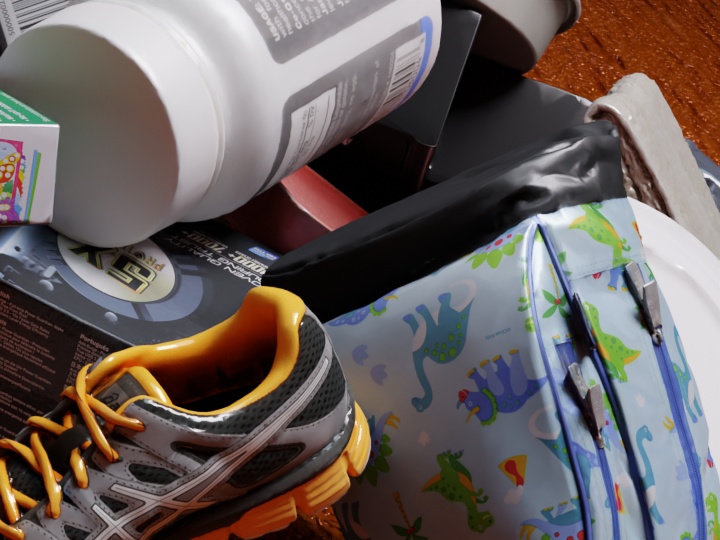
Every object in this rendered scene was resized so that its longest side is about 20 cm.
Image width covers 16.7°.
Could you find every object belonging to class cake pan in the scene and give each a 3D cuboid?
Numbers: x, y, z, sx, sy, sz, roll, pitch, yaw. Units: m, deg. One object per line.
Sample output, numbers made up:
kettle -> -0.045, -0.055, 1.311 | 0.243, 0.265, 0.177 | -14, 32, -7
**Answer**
cake pan -> 0.019, -0.156, 1.317 | 0.200, 0.037, 0.200 | 20, -10, 4

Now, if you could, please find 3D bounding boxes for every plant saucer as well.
plant saucer -> 0.000, 0.000, 1.180 | 0.199, 0.037, 0.200 | 37, 6, -29

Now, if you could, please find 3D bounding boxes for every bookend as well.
bookend -> 0.044, -0.075, 1.319 | 0.199, 0.092, 0.199 | 20, -11, 0

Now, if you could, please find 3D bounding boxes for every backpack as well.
backpack -> 0.056, 0.068, 0.937 | 0.163, 0.201, 0.154 | -22, 7, 29

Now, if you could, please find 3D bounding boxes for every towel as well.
towel -> 0.175, -0.007, 1.298 | 0.201, 0.034, 0.133 | 63, 17, -4

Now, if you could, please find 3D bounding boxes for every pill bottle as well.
pill bottle -> -0.060, -0.088, 1.041 | 0.114, 0.114, 0.200 | 27, 33, 21

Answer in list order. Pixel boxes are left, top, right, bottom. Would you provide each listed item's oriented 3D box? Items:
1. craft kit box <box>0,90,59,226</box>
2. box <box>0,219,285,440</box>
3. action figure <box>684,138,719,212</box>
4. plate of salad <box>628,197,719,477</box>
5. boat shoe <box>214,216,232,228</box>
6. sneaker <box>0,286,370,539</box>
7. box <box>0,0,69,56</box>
craft kit box -> -0.245, -0.061, 0.945 | 0.197, 0.049, 0.200 | -5, 18, -31
box -> -0.130, 0.020, 1.022 | 0.200, 0.086, 0.164 | 26, 20, 17
action figure -> 0.226, -0.032, 1.497 | 0.193, 0.105, 0.200 | 33, 24, 9
plate of salad -> 0.106, 0.056, 1.096 | 0.199, 0.048, 0.201 | 12, 62, -23
boat shoe -> -0.094, -0.004, 1.157 | 0.199, 0.064, 0.071 | 25, 20, 15
sneaker -> -0.090, 0.070, 0.852 | 0.200, 0.077, 0.078 | -29, 43, -23
box -> -0.157, -0.181, 1.191 | 0.106, 0.123, 0.200 | -19, 21, -12
